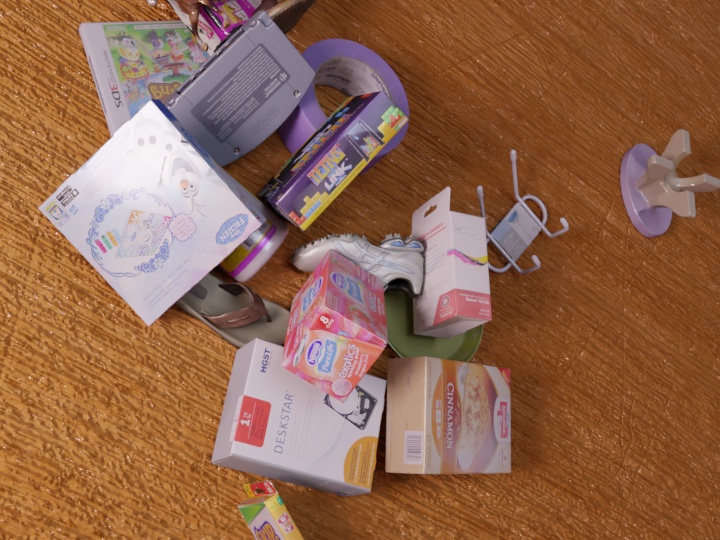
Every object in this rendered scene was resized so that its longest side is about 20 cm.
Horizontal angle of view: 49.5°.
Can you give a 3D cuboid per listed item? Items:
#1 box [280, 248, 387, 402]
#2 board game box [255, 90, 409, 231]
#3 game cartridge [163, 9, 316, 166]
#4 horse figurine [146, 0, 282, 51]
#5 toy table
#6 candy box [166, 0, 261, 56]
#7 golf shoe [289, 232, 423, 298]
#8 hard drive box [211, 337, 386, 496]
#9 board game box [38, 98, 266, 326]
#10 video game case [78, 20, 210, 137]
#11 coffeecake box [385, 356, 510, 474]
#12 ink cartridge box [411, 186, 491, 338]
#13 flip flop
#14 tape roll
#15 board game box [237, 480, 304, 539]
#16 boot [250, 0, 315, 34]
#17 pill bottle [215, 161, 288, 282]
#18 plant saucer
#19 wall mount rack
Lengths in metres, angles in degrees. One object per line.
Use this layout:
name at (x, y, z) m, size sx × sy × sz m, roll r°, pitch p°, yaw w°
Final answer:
box at (-0.031, 0.065, 1.021) m, size 0.095 × 0.103 × 0.200 m, roll 33°, pitch 19°, yaw -13°
board game box at (-0.045, -0.150, 1.053) m, size 0.057 × 0.165 × 0.200 m, roll 44°, pitch 84°, yaw -17°
game cartridge at (-0.165, -0.243, 1.088) m, size 0.200 × 0.040 × 0.133 m, roll -43°, pitch 121°, yaw 1°
horse figurine at (-0.194, -0.392, 1.072) m, size 0.200 × 0.050 × 0.133 m, roll -39°, pitch 75°, yaw -11°
toy table at (0.598, -0.176, 1.537) m, size 0.183 × 0.117 × 0.201 m, roll 2°, pitch 73°, yaw -30°
candy box at (-0.192, -0.421, 1.182) m, size 0.136 × 0.061 × 0.200 m, roll 51°, pitch 47°, yaw -4°
golf shoe at (0.000, 0.000, 1.129) m, size 0.199 × 0.078 × 0.098 m, roll -1°, pitch 70°, yaw -14°
hard drive box at (-0.077, 0.198, 1.031) m, size 0.200 × 0.077 × 0.156 m, roll 20°, pitch 63°, yaw -23°
board game box at (-0.256, -0.070, 0.970) m, size 0.200 × 0.043 × 0.199 m, roll -40°, pitch 96°, yaw 10°
video game case at (-0.277, -0.272, 1.117) m, size 0.200 × 0.022 × 0.183 m, roll -13°, pitch 80°, yaw -33°
coffeecake box at (0.128, 0.208, 1.107) m, size 0.200 × 0.073 × 0.154 m, roll 14°, pitch 73°, yaw -44°
ink cartridge box at (0.132, -0.011, 1.167) m, size 0.067 × 0.116 × 0.201 m, roll 9°, pitch 68°, yaw -26°
flip flop at (-0.172, 0.044, 1.041) m, size 0.200 × 0.058 × 0.081 m, roll 33°, pitch 59°, yaw -17°
tape roll at (-0.029, -0.251, 1.217) m, size 0.200 × 0.085 × 0.201 m, roll 11°, pitch 67°, yaw -28°
board game box at (-0.087, 0.352, 0.958) m, size 0.030 × 0.095 × 0.200 m, roll -26°, pitch 87°, yaw -34°
boot at (-0.150, -0.435, 1.151) m, size 0.166 × 0.072 × 0.200 m, roll 37°, pitch 52°, yaw 0°
pill bottle at (-0.200, -0.083, 1.044) m, size 0.200 × 0.104 × 0.104 m, roll 41°, pitch 57°, yaw -11°
plant saucer at (0.102, 0.063, 1.212) m, size 0.200 × 0.031 × 0.201 m, roll 11°, pitch 67°, yaw -27°
wall mount rack at (0.266, -0.097, 1.338) m, size 0.174 × 0.075 × 0.200 m, roll 49°, pitch 55°, yaw -6°
